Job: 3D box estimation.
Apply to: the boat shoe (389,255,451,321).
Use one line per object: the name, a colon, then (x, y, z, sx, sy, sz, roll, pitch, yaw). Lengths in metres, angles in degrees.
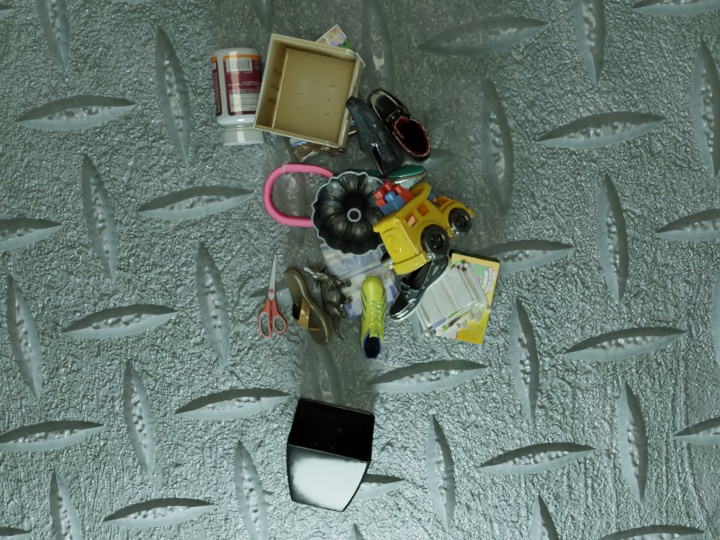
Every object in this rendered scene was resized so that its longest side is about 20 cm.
boat shoe: (0.124, 0.031, 1.612, 0.066, 0.075, 0.199, 32, 112, -36)

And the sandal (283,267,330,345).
sandal: (-0.138, 0.091, 1.655, 0.054, 0.080, 0.203, -29, 94, -38)

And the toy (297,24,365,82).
toy: (-0.098, -0.455, 1.593, 0.199, 0.047, 0.116, -37, 94, 6)

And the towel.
towel: (0.000, 0.000, 1.669, 0.144, 0.024, 0.204, -22, 97, 6)

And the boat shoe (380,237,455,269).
boat shoe: (0.143, -0.049, 1.634, 0.197, 0.072, 0.077, -31, 110, 2)

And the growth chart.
growth chart: (0.203, 0.072, 1.608, 0.198, 0.018, 0.148, -27, 74, 35)

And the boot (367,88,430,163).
boot: (0.090, -0.327, 1.553, 0.073, 0.151, 0.202, -36, 95, 7)

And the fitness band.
fitness band: (-0.133, -0.177, 1.641, 0.195, 0.037, 0.148, 5, 99, 2)

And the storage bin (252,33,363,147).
storage bin: (-0.112, -0.387, 1.524, 0.194, 0.094, 0.205, 15, 96, 13)

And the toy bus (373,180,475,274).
toy bus: (0.122, -0.120, 1.504, 0.199, 0.135, 0.194, -38, 97, -29)

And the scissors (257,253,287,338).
scissors: (-0.223, 0.063, 1.690, 0.071, 0.014, 0.205, -6, 100, 5)

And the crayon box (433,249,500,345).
crayon box: (0.251, 0.063, 1.652, 0.116, 0.058, 0.205, 11, 98, 0)

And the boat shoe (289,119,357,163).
boat shoe: (-0.064, -0.301, 1.609, 0.195, 0.072, 0.074, -13, 103, 14)

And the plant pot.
plant pot: (-0.080, 0.452, 1.660, 0.195, 0.201, 0.181, 11, 109, 0)

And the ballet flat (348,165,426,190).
ballet flat: (0.057, -0.203, 1.622, 0.195, 0.070, 0.073, -2, 117, 6)

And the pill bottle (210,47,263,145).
pill bottle: (-0.274, -0.390, 1.575, 0.111, 0.114, 0.205, -3, 98, 2)

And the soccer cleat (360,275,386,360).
soccer cleat: (0.031, 0.115, 1.638, 0.063, 0.084, 0.205, 0, 111, -2)

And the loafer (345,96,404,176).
loafer: (0.024, -0.290, 1.523, 0.070, 0.068, 0.201, -44, 125, -7)

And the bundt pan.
bundt pan: (-0.013, -0.140, 1.581, 0.196, 0.076, 0.206, 1, 115, 1)

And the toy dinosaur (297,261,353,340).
toy dinosaur: (-0.065, 0.063, 1.656, 0.076, 0.102, 0.203, -31, 110, -25)
